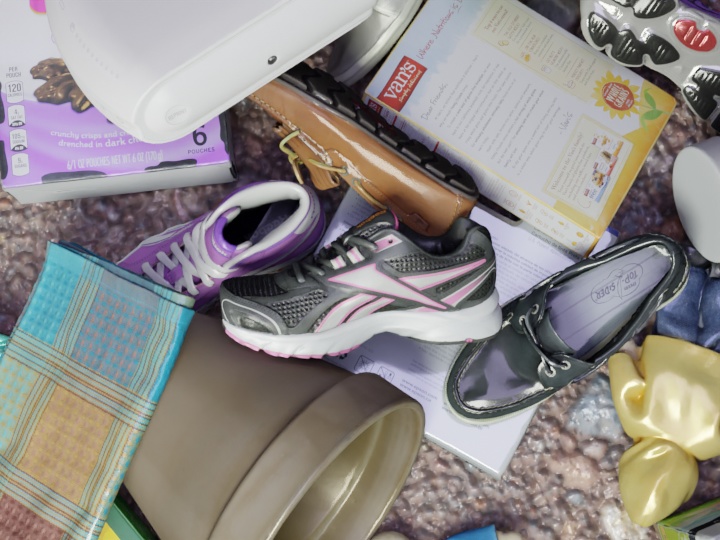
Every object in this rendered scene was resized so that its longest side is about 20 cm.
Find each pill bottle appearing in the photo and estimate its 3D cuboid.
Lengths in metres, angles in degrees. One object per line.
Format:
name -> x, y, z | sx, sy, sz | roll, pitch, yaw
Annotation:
pill bottle -> 0.327, -0.073, 1.103 | 0.198, 0.113, 0.114 | -18, 83, -14

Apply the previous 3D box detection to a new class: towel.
towel -> -0.198, 0.089, 1.046 | 0.146, 0.022, 0.202 | 20, 84, 36

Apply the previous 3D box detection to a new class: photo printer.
photo printer -> -0.111, -0.185, 1.058 | 0.199, 0.070, 0.167 | -33, 56, -6

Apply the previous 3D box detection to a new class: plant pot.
plant pot -> -0.081, 0.123, 1.069 | 0.173, 0.200, 0.201 | 36, 84, 20

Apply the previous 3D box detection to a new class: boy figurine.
boy figurine -> 0.236, 0.087, 1.123 | 0.123, 0.064, 0.203 | 14, 84, 3

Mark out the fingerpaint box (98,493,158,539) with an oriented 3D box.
fingerpaint box -> -0.208, 0.245, 1.098 | 0.166, 0.073, 0.200 | -40, 84, -5

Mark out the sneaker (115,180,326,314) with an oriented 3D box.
sneaker -> -0.120, -0.009, 1.110 | 0.199, 0.114, 0.073 | -32, 85, 0

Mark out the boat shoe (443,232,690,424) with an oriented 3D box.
boat shoe -> 0.142, 0.038, 1.081 | 0.198, 0.066, 0.075 | -29, 82, 2

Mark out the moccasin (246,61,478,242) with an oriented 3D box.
moccasin -> -0.014, -0.082, 1.096 | 0.200, 0.074, 0.078 | 33, 110, -10

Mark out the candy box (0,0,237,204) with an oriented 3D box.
candy box -> -0.184, -0.161, 1.151 | 0.165, 0.072, 0.203 | -7, 82, -1

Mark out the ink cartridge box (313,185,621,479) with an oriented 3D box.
ink cartridge box -> 0.061, 0.017, 1.143 | 0.198, 0.041, 0.202 | 29, 82, 3

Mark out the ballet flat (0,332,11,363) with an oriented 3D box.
ballet flat -> -0.258, 0.075, 1.118 | 0.197, 0.068, 0.071 | 13, 62, 0

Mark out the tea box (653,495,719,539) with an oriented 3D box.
tea box -> 0.322, 0.200, 1.041 | 0.198, 0.197, 0.135 | -19, 84, -3

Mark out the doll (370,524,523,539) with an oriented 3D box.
doll -> 0.086, 0.252, 1.110 | 0.199, 0.048, 0.137 | 33, 83, 4

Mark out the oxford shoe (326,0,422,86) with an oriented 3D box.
oxford shoe -> 0.025, -0.225, 1.138 | 0.057, 0.075, 0.201 | 25, 109, -24

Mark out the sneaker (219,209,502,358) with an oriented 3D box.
sneaker -> 0.000, 0.000, 1.058 | 0.197, 0.080, 0.087 | -5, 113, -16

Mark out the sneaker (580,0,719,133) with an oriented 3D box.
sneaker -> 0.252, -0.170, 1.152 | 0.199, 0.084, 0.081 | 32, 121, -10

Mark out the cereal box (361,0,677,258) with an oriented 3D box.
cereal box -> 0.115, -0.119, 1.140 | 0.199, 0.040, 0.145 | 32, 62, 5
